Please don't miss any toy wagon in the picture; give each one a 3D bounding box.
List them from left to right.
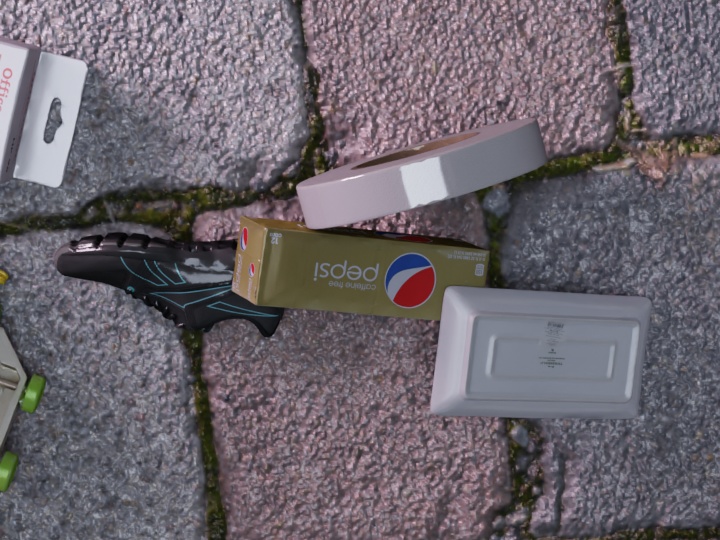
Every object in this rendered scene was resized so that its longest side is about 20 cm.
[{"bbox_3d":[-0.343,0.091,1.503,0.154,0.040,0.201,19,76,-3],"label":"toy wagon"}]

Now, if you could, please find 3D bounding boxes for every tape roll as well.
[{"bbox_3d":[0.048,-0.077,1.424,0.201,0.203,0.037,-15,97,1],"label":"tape roll"}]

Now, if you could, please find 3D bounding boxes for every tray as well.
[{"bbox_3d":[0.156,0.071,1.495,0.199,0.022,0.108,3,97,-24],"label":"tray"}]

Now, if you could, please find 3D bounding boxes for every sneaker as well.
[{"bbox_3d":[-0.156,0.012,1.494,0.198,0.075,0.080,5,99,-1],"label":"sneaker"}]

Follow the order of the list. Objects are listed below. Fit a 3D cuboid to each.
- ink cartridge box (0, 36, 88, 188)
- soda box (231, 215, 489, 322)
[{"bbox_3d":[-0.334,-0.142,1.476,0.198,0.067,0.117,14,96,-2],"label":"ink cartridge box"},{"bbox_3d":[0.000,0.000,1.466,0.199,0.068,0.065,5,98,-22],"label":"soda box"}]
